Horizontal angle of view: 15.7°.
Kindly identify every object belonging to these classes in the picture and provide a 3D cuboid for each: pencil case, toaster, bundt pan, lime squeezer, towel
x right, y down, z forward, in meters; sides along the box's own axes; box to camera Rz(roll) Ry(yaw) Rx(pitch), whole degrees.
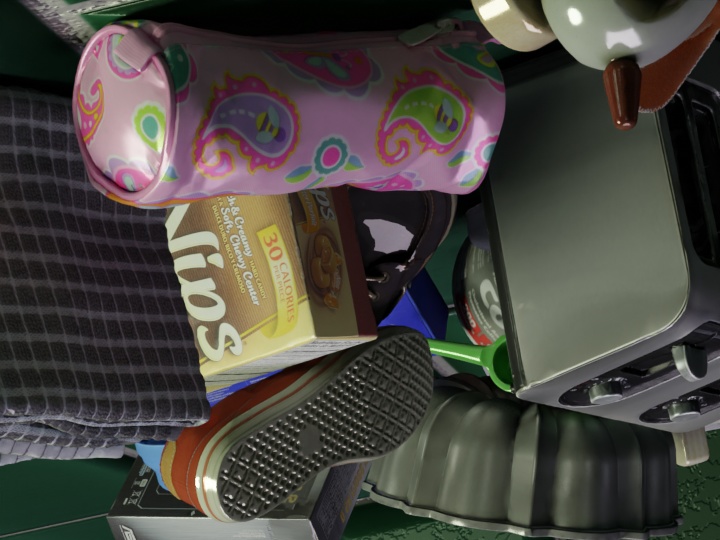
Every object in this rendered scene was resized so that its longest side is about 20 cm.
[{"bbox_3d":[-0.027,-0.073,1.155,0.199,0.088,0.087,-5,168,-36],"label":"pencil case"},{"bbox_3d":[0.150,-0.026,1.343,0.118,0.201,0.181,-20,159,31],"label":"toaster"},{"bbox_3d":[0.105,0.110,1.616,0.201,0.076,0.202,7,-176,-1],"label":"bundt pan"},{"bbox_3d":[0.111,0.054,1.566,0.199,0.038,0.071,9,-164,-3],"label":"lime squeezer"},{"bbox_3d":[-0.154,0.001,1.180,0.085,0.166,0.200,-24,165,31],"label":"towel"}]

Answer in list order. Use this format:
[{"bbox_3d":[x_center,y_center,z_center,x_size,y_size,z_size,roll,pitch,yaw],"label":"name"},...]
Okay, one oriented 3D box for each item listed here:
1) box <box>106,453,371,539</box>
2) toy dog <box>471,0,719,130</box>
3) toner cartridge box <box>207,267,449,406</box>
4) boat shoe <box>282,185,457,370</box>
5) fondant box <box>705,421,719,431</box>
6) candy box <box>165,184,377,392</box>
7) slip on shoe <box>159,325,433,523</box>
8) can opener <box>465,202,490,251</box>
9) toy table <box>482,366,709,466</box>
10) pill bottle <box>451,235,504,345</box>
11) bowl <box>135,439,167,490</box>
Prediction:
[{"bbox_3d":[-0.069,0.120,1.833,0.158,0.200,0.048,-2,130,23],"label":"box"},{"bbox_3d":[0.144,-0.105,1.109,0.199,0.097,0.132,-6,169,-26],"label":"toy dog"},{"bbox_3d":[-0.053,0.030,1.656,0.199,0.043,0.095,-15,126,22],"label":"toner cartridge box"},{"bbox_3d":[0.000,0.000,1.450,0.074,0.073,0.200,23,145,-1],"label":"boat shoe"},{"bbox_3d":[0.252,0.043,1.911,0.199,0.145,0.058,-10,171,-10],"label":"fondant box"},{"bbox_3d":[-0.089,0.005,1.406,0.200,0.116,0.055,-19,168,40],"label":"candy box"},{"bbox_3d":[-0.031,0.078,1.423,0.061,0.074,0.200,11,-153,40],"label":"slip on shoe"},{"bbox_3d":[0.031,-0.029,1.492,0.199,0.067,0.053,-19,167,37],"label":"can opener"},{"bbox_3d":[0.192,0.036,1.792,0.199,0.185,0.117,-25,-169,-18],"label":"toy table"},{"bbox_3d":[0.134,-0.008,1.589,0.113,0.114,0.200,-8,170,-15],"label":"pill bottle"},{"bbox_3d":[-0.050,0.094,1.719,0.200,0.040,0.201,-18,-171,3],"label":"bowl"}]
